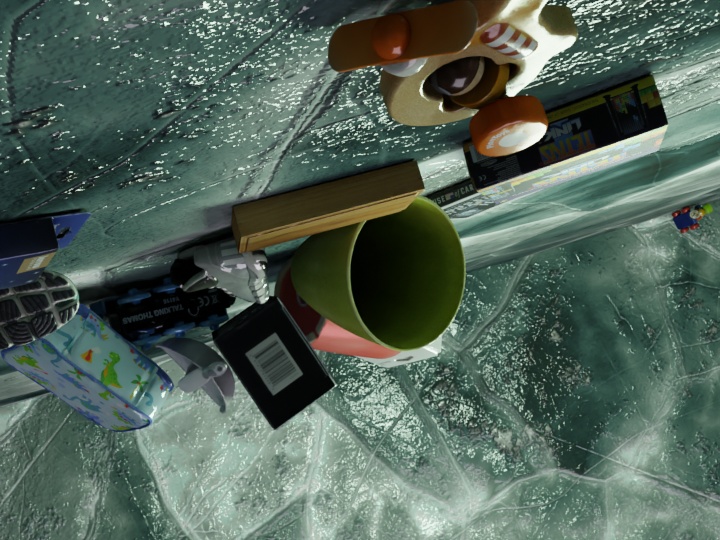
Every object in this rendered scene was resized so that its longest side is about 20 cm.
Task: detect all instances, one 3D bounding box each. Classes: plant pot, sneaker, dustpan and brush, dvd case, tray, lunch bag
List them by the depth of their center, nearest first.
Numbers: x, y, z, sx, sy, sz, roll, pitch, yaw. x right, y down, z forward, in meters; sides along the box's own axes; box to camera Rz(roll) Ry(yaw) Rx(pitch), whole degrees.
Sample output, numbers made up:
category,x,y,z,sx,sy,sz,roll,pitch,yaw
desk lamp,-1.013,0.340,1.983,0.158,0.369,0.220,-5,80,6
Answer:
category,x,y,z,sx,sy,sz,roll,pitch,yaw
sneaker,-0.374,0.036,0.850,0.198,0.078,0.080,-13,-166,6
tray,-0.038,-0.066,0.918,0.198,0.037,0.099,-15,174,-11
sneaker,-0.173,-0.001,1.041,0.114,0.076,0.200,-10,165,-8
plant pot,0.000,0.000,1.098,0.186,0.189,0.199,-13,-171,-36
lunch bag,-0.357,0.127,1.112,0.160,0.200,0.083,-20,-145,46
dustpan and brush,-0.215,0.139,1.176,0.200,0.140,0.057,-33,-167,50
dvd case,0.172,-0.106,1.210,0.149,0.025,0.199,-21,174,31
plant pot,-0.029,0.046,1.363,0.176,0.202,0.200,3,163,-42

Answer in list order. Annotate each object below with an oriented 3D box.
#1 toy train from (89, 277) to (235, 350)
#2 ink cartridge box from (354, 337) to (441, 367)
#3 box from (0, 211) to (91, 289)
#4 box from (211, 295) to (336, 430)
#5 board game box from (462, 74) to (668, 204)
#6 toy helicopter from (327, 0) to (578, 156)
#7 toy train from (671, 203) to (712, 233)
category,x,y,z,sx,sy,sz,roll,pitch,yaw
toy train,-0.275,0.056,1.195,0.199,0.087,0.114,-15,-176,-37
ink cartridge box,0.069,0.053,1.486,0.084,0.202,0.145,22,151,-34
box,-0.325,-0.004,0.696,0.199,0.033,0.121,-15,174,-31
box,-0.127,0.122,1.198,0.104,0.149,0.200,-35,-174,-9
board game box,0.222,-0.133,0.924,0.198,0.057,0.165,-18,173,16
toy helicopter,0.065,-0.137,0.450,0.131,0.080,0.200,-5,159,-23
toy train,1.245,-0.210,3.133,0.115,0.085,0.200,-26,176,-11
